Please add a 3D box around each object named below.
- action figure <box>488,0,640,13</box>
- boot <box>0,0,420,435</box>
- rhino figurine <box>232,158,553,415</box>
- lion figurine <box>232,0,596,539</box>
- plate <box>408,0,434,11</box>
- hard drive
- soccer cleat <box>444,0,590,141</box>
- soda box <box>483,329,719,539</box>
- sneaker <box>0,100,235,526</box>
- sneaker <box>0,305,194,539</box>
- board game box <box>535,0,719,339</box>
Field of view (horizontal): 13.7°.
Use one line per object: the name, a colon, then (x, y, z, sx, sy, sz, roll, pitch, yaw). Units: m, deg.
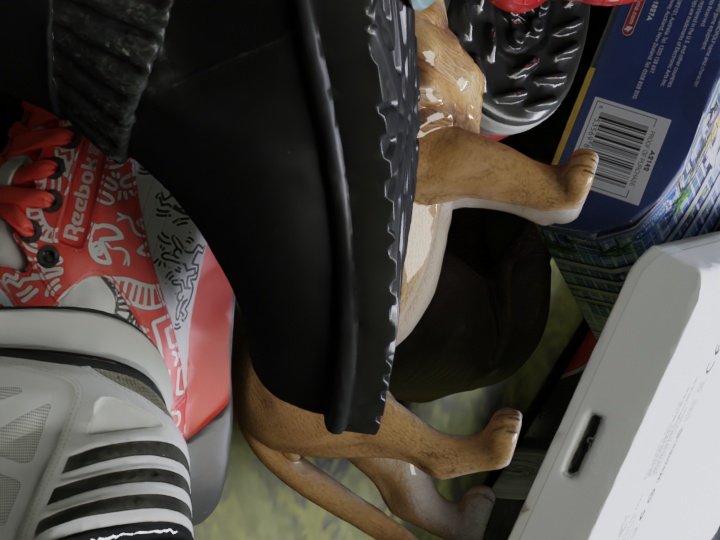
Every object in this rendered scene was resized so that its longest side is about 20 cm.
action figure: (0.099, -0.119, 0.931, 0.200, 0.052, 0.066, -19, 132, -27)
boot: (-0.064, -0.046, 0.830, 0.079, 0.158, 0.211, -78, 167, -51)
rhino figurine: (-0.010, 0.011, 1.015, 0.200, 0.060, 0.088, -10, 112, -41)
lion figurine: (0.000, 0.000, 0.934, 0.072, 0.122, 0.200, -13, 118, -87)
plate: (0.044, -0.166, 0.802, 0.200, 0.026, 0.200, 11, 90, -83)
hard drive: (0.107, 0.048, 1.010, 0.132, 0.026, 0.200, -67, 162, 13)
soccer cleat: (0.059, -0.126, 1.041, 0.068, 0.073, 0.200, 34, 61, -20)
soda box: (0.126, 0.048, 1.180, 0.200, 0.071, 0.063, -57, 141, -13)
sneaker: (-0.094, -0.015, 0.898, 0.108, 0.067, 0.202, -4, 100, -34)
sneaker: (-0.138, 0.059, 0.790, 0.200, 0.115, 0.076, -2, 121, -16)
board game box: (0.140, -0.070, 1.093, 0.200, 0.062, 0.200, 50, 60, -69)
